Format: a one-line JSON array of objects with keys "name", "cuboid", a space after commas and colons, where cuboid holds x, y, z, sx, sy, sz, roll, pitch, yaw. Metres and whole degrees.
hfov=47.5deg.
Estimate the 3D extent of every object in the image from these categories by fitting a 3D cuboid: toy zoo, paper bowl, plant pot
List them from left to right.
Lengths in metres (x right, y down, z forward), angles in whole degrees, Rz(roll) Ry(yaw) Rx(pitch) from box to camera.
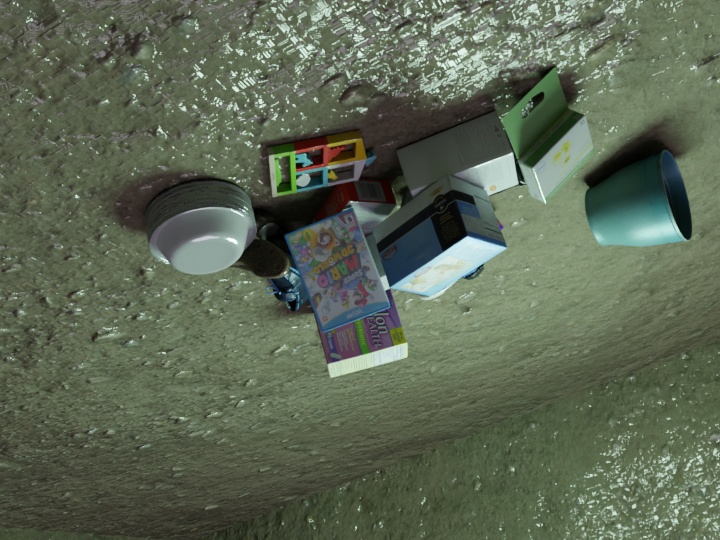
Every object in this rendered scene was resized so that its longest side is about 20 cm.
[{"name": "paper bowl", "cuboid": [-0.290, -0.068, 1.505, 0.198, 0.105, 0.201, -13, 152, -7]}, {"name": "toy zoo", "cuboid": [-0.068, -0.195, 1.481, 0.198, 0.021, 0.132, -13, 153, -9]}, {"name": "plant pot", "cuboid": [0.604, -0.141, 1.800, 0.187, 0.202, 0.199, -15, 158, 34]}]

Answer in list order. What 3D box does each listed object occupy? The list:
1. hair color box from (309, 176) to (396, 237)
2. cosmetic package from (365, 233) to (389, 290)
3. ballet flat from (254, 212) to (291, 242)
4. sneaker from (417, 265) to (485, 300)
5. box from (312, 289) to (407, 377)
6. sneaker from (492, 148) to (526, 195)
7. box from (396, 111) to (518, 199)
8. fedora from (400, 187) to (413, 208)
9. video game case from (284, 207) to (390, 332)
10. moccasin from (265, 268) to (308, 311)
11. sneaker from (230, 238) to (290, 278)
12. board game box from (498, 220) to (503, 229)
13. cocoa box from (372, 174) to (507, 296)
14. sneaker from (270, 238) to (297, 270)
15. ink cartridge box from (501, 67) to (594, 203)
[{"name": "hair color box", "cuboid": [-0.025, -0.102, 1.637, 0.110, 0.064, 0.200, 1, 147, -31]}, {"name": "cosmetic package", "cuboid": [0.000, 0.000, 1.665, 0.198, 0.103, 0.074, -24, 154, 15]}, {"name": "ballet flat", "cuboid": [-0.172, -0.068, 1.648, 0.067, 0.046, 0.200, -42, 157, 1]}, {"name": "sneaker", "cuboid": [0.220, 0.006, 1.924, 0.200, 0.077, 0.111, -47, 151, -2]}, {"name": "box", "cuboid": [-0.003, 0.140, 1.984, 0.198, 0.178, 0.097, -14, 154, -4]}, {"name": "sneaker", "cuboid": [0.310, -0.196, 1.612, 0.070, 0.099, 0.200, 5, 147, -39]}, {"name": "box", "cuboid": [0.184, -0.194, 1.540, 0.198, 0.098, 0.125, -20, 154, 7]}, {"name": "fedora", "cuboid": [0.174, -0.096, 1.671, 0.175, 0.202, 0.090, -16, -178, 21]}, {"name": "video game case", "cuboid": [-0.043, 0.000, 1.555, 0.142, 0.202, 0.018, -21, -173, 5]}, {"name": "moccasin", "cuboid": [-0.156, 0.041, 1.797, 0.080, 0.069, 0.200, 19, 164, 25]}, {"name": "sneaker", "cuboid": [-0.197, -0.027, 1.604, 0.199, 0.071, 0.075, 16, -178, 38]}, {"name": "board game box", "cuboid": [0.206, -0.063, 1.790, 0.200, 0.046, 0.151, -43, 153, 12]}, {"name": "cocoa box", "cuboid": [0.145, -0.059, 1.520, 0.133, 0.132, 0.199, 11, 143, -45]}, {"name": "sneaker", "cuboid": [-0.079, -0.032, 1.610, 0.198, 0.089, 0.074, 23, 166, -2]}, {"name": "ink cartridge box", "cuboid": [0.342, -0.240, 1.475, 0.145, 0.048, 0.200, -44, 137, -10]}]
